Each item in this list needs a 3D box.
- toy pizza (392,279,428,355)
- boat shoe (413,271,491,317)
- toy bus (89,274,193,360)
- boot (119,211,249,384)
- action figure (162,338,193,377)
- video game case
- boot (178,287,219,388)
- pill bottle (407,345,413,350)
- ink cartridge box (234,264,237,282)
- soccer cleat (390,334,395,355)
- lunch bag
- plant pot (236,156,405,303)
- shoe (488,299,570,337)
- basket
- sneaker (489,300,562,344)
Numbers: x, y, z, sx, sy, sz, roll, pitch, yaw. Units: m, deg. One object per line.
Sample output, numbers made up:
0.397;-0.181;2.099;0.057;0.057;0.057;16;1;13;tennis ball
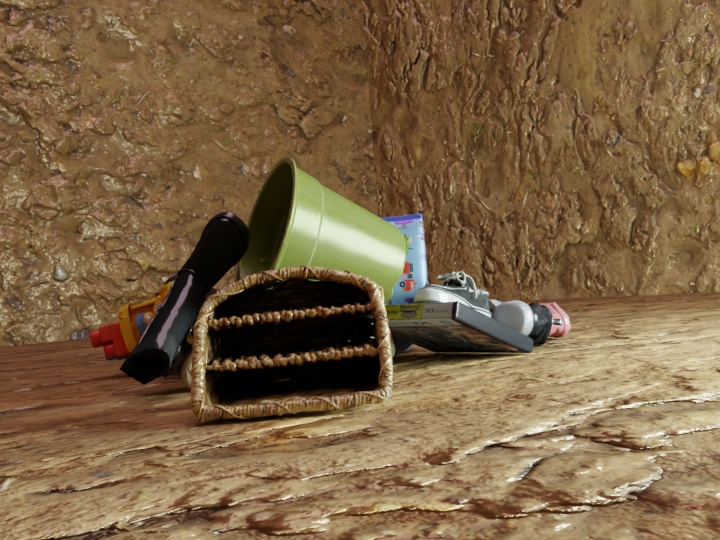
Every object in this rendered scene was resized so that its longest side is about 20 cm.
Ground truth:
0.016;0.046;1.165;0.198;0.202;0.032;-4;-16;-9;toy pizza
0.141;0.037;1.052;0.073;0.069;0.199;-5;-15;38;boat shoe
-0.349;0.096;1.192;0.190;0.137;0.200;-12;-13;-25;toy bus
-0.226;0.035;0.933;0.065;0.201;0.165;33;-47;-8;boot
-0.208;0.127;1.086;0.198;0.070;0.130;-1;-8;1;action figure
0.123;0.087;1.045;0.180;0.026;0.199;-6;-23;43;video game case
-0.218;0.090;1.015;0.165;0.073;0.200;4;32;38;boot
0.031;0.041;1.250;0.111;0.202;0.112;-4;-2;0;pill bottle
-0.174;0.059;1.290;0.082;0.202;0.146;-4;-2;-19;ink cartridge box
0.002;0.109;1.007;0.069;0.078;0.200;6;-18;16;soccer cleat
0.000;0.000;1.117;0.198;0.152;0.094;-1;-18;-3;lunch bag
-0.045;-0.027;0.977;0.188;0.202;0.200;17;-10;-22;plant pot
0.295;0.091;1.303;0.090;0.072;0.200;-3;4;-16;shoe
-0.069;0.067;0.741;0.198;0.144;0.149;-5;-2;0;basket
0.234;0.093;1.172;0.113;0.076;0.199;7;-11;-31;sneaker
